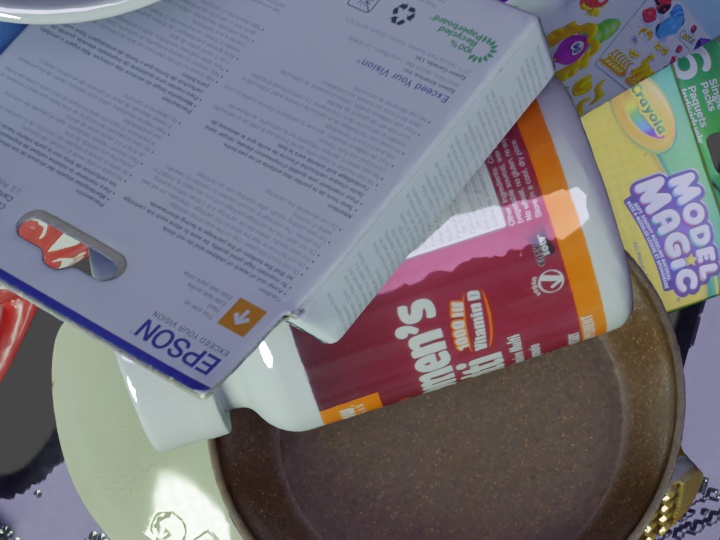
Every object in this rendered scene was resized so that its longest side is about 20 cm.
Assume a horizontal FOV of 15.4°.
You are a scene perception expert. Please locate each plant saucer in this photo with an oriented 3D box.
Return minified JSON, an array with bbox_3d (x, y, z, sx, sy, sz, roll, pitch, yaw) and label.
[{"bbox_3d":[0.036,0.060,1.112,0.200,0.037,0.201,-2,68,6],"label":"plant saucer"}]

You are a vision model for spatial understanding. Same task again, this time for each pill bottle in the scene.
[{"bbox_3d":[0.000,0.000,1.063,0.199,0.110,0.110,-18,94,0],"label":"pill bottle"}]

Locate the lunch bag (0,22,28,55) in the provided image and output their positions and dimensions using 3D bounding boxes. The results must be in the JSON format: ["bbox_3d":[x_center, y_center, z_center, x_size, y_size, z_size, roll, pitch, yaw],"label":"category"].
[{"bbox_3d":[-0.185,-0.143,1.104,0.150,0.094,0.200,31,52,27],"label":"lunch bag"}]

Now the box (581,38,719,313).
[{"bbox_3d":[0.083,-0.023,1.177,0.199,0.048,0.118,-20,94,-1],"label":"box"}]

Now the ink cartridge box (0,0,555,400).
[{"bbox_3d":[-0.059,-0.051,1.022,0.199,0.041,0.200,28,67,34],"label":"ink cartridge box"}]

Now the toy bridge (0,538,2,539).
[{"bbox_3d":[-0.249,0.161,1.191,0.200,0.027,0.067,-42,89,5],"label":"toy bridge"}]

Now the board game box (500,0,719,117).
[{"bbox_3d":[0.106,-0.152,1.117,0.200,0.105,0.103,-30,58,-1],"label":"board game box"}]

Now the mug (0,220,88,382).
[{"bbox_3d":[-0.216,-0.005,1.152,0.200,0.178,0.134,-28,58,-3],"label":"mug"}]

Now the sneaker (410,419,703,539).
[{"bbox_3d":[0.046,0.113,1.152,0.200,0.075,0.090,-30,65,-12],"label":"sneaker"}]

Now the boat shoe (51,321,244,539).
[{"bbox_3d":[-0.071,0.102,1.177,0.074,0.063,0.202,-29,95,22],"label":"boat shoe"}]

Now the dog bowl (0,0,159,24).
[{"bbox_3d":[-0.117,-0.196,0.968,0.199,0.079,0.201,-1,123,-1],"label":"dog bowl"}]
